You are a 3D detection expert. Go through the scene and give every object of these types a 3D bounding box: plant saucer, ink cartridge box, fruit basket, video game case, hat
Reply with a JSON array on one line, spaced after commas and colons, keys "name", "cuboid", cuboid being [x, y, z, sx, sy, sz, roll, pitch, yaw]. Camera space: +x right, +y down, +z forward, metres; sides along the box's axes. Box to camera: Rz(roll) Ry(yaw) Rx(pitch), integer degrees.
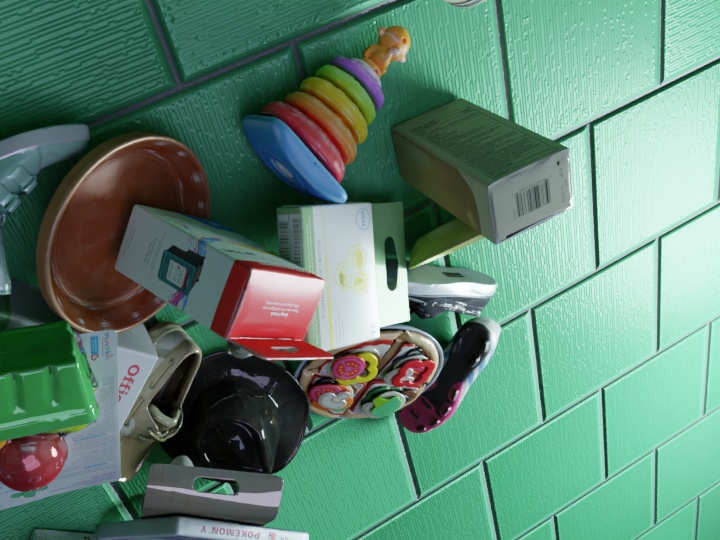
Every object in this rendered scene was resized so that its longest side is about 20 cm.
[{"name": "plant saucer", "cuboid": [-0.224, -0.036, 0.739, 0.200, 0.032, 0.202, -44, 148, -37]}, {"name": "ink cartridge box", "cuboid": [-0.327, 0.100, 0.768, 0.199, 0.087, 0.146, 24, 103, -39]}, {"name": "fruit basket", "cuboid": [-0.314, 0.142, 0.704, 0.183, 0.094, 0.202, -9, 135, -26]}, {"name": "ink cartridge box", "cuboid": [0.000, 0.000, 0.828, 0.198, 0.048, 0.148, -8, 97, -44]}, {"name": "plant saucer", "cuboid": [0.142, -0.055, 0.917, 0.198, 0.200, 0.031, -24, 87, -17]}, {"name": "video game case", "cuboid": [-0.192, 0.321, 0.929, 0.181, 0.199, 0.023, 22, 60, -37]}, {"name": "hat", "cuboid": [-0.143, 0.198, 0.919, 0.198, 0.081, 0.203, -8, 117, -16]}, {"name": "ink cartridge box", "cuboid": [-0.116, 0.011, 0.712, 0.116, 0.198, 0.068, 9, 105, -59]}]

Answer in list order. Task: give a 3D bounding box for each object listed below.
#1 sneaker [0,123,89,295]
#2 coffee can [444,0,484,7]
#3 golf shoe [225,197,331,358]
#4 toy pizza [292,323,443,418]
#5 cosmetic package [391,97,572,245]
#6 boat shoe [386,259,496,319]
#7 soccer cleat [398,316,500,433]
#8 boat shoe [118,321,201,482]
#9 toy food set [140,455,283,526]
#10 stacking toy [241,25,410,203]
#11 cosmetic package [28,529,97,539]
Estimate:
[{"name": "sneaker", "cuboid": [-0.310, -0.047, 0.670, 0.199, 0.073, 0.119, -32, 108, -26]}, {"name": "coffee can", "cuboid": [0.038, -0.338, 0.691, 0.198, 0.146, 0.148, 8, 113, -33]}, {"name": "golf shoe", "cuboid": [-0.064, 0.021, 0.832, 0.097, 0.078, 0.201, 41, 68, -25]}, {"name": "toy pizza", "cuboid": [0.012, 0.139, 0.978, 0.197, 0.032, 0.202, -9, 140, -8]}, {"name": "cosmetic package", "cuboid": [0.127, -0.114, 0.837, 0.104, 0.200, 0.072, -24, 124, -14]}, {"name": "boat shoe", "cuboid": [0.091, 0.032, 0.991, 0.198, 0.070, 0.067, 3, 114, -40]}, {"name": "soccer cleat", "cuboid": [0.131, 0.147, 1.077, 0.201, 0.070, 0.086, -55, 163, 22]}, {"name": "boat shoe", "cuboid": [-0.234, 0.159, 0.859, 0.072, 0.065, 0.202, 9, 110, -56]}, {"name": "toy food set", "cuboid": [-0.176, 0.256, 0.886, 0.141, 0.061, 0.200, 9, 155, -13]}, {"name": "stacking toy", "cuboid": [-0.017, -0.177, 0.793, 0.116, 0.109, 0.201, 45, 79, -29]}, {"name": "cosmetic package", "cuboid": [-0.378, 0.421, 0.909, 0.084, 0.108, 0.202, 19, 104, -36]}]
